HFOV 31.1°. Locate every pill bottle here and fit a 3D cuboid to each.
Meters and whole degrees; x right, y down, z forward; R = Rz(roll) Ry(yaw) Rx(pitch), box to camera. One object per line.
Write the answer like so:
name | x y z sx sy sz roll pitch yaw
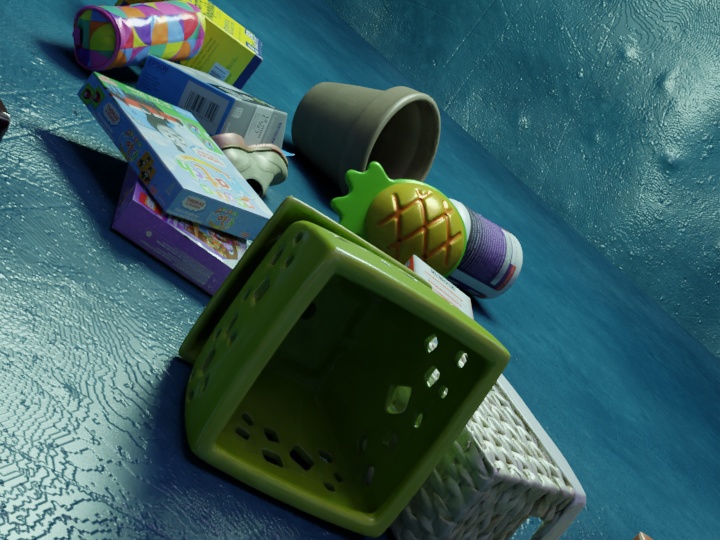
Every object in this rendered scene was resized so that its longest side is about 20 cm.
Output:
pill bottle | 0.141 -0.040 1.923 0.199 0.112 0.112 27 20 -41

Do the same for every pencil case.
pencil case | -0.278 -0.297 1.625 0.088 0.089 0.200 43 26 12

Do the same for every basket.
basket | 0.081 0.171 1.157 0.123 0.136 0.200 22 24 -39

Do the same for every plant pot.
plant pot | -0.003 -0.200 1.931 0.174 0.201 0.200 29 8 29
plant pot | -0.029 0.067 1.075 0.198 0.201 0.182 31 12 -28

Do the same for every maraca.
maraca | 0.055 -0.064 1.771 0.199 0.138 0.107 30 -16 -10

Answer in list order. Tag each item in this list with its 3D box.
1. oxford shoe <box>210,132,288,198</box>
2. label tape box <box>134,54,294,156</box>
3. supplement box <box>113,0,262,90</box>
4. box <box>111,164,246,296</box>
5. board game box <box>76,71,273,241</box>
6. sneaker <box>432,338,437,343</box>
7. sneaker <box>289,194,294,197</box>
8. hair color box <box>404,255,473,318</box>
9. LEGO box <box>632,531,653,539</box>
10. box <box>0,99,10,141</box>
oxford shoe | -0.139 -0.114 1.584 0.200 0.070 0.074 4 64 -67
label tape box | -0.175 -0.206 1.654 0.143 0.067 0.200 28 12 23
supplement box | -0.245 -0.322 1.792 0.199 0.110 0.109 35 16 -18
box | -0.181 -0.056 1.332 0.136 0.039 0.200 36 16 -18
board game box | -0.188 -0.115 1.338 0.151 0.037 0.200 19 27 -53
sneaker | 0.079 0.109 1.351 0.200 0.079 0.131 52 9 -34
sneaker | -0.069 -0.027 1.448 0.085 0.078 0.200 39 15 -6
hair color box | 0.088 0.062 1.608 0.101 0.061 0.200 37 17 -10
LEGO box | 0.216 0.326 1.009 0.077 0.149 0.200 37 15 -12
box | -0.359 -0.116 0.833 0.164 0.166 0.200 22 24 -46
